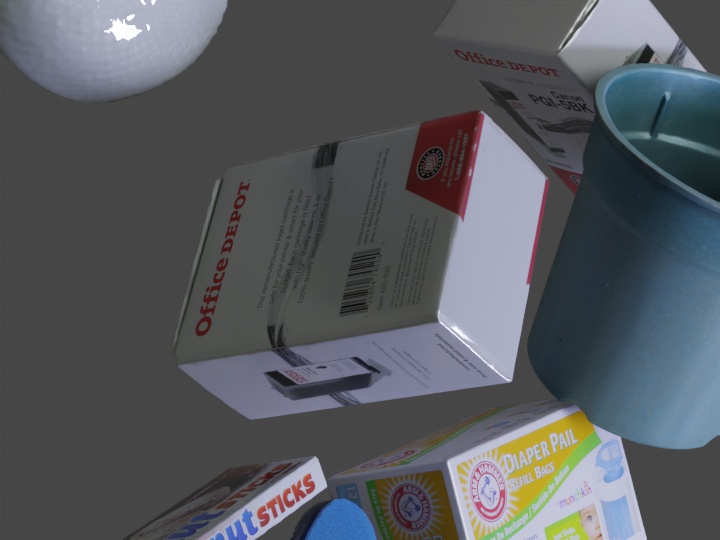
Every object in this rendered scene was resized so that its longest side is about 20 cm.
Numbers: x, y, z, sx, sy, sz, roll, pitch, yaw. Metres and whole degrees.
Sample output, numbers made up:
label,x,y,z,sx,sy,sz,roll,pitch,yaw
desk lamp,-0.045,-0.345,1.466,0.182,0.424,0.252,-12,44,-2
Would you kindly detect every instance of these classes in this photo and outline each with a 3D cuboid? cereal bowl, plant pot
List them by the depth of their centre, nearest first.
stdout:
label,x,y,z,sx,sy,sz,roll,pitch,yaw
cereal bowl,-0.144,-0.202,1.440,0.200,0.083,0.200,16,69,-48
plant pot,0.211,-0.001,1.607,0.200,0.200,0.196,-20,139,-51

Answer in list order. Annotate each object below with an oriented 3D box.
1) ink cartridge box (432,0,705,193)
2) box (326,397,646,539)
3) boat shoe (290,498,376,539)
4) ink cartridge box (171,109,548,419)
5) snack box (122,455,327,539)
label,x,y,z,sx,sy,sz,roll,pitch,yaw
ink cartridge box,0.168,-0.129,1.730,0.200,0.147,0.083,45,74,-33
box,0.085,0.158,1.604,0.200,0.101,0.113,-19,95,-52
boat shoe,-0.045,0.228,1.456,0.084,0.069,0.200,38,51,-28
ink cartridge box,0.000,0.000,1.466,0.083,0.200,0.147,41,51,-41
snack box,-0.104,0.158,1.394,0.200,0.072,0.024,-31,106,-50
